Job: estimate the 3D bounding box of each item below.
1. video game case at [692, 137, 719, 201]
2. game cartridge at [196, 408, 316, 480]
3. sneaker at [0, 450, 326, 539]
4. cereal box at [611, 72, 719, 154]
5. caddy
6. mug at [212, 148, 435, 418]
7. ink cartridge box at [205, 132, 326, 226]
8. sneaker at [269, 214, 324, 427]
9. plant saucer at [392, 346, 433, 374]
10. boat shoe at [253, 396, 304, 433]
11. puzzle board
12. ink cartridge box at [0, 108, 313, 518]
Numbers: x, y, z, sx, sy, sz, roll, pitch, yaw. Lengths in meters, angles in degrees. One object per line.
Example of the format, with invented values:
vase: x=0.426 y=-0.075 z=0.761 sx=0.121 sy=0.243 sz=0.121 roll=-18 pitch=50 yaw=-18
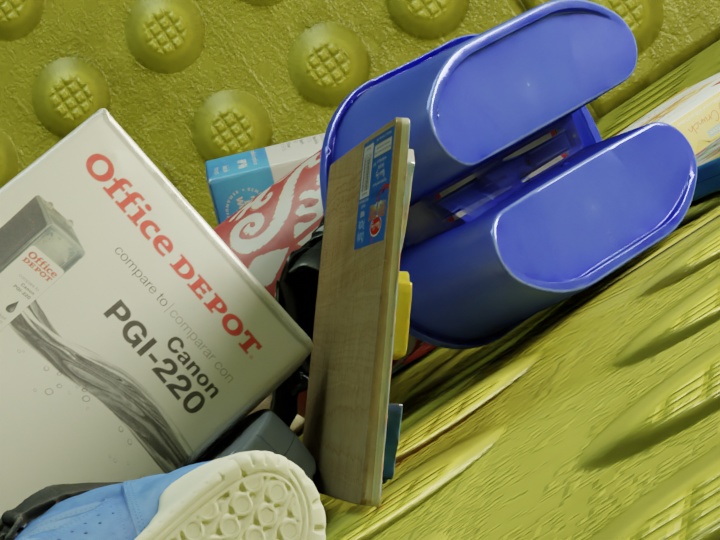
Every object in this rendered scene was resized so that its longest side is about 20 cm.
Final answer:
video game case: x=0.252 y=-0.099 z=1.262 sx=0.200 sy=0.018 sz=0.143 roll=-34 pitch=1 yaw=-14
game cartridge: x=-0.078 y=0.114 z=1.024 sx=0.133 sy=0.041 sz=0.200 roll=-44 pitch=2 yaw=0
sneaker: x=-0.115 y=0.127 z=0.843 sx=0.200 sy=0.077 sz=0.111 roll=-30 pitch=5 yaw=-34
cereal box: x=0.187 y=-0.076 z=1.464 sx=0.144 sy=0.040 sz=0.200 roll=-34 pitch=2 yaw=-13
caddy: x=0.068 y=-0.047 z=1.175 sx=0.200 sy=0.141 sz=0.105 roll=-29 pitch=2 yaw=-42
mug: x=0.023 y=-0.027 z=1.340 sx=0.200 sy=0.133 sz=0.178 roll=-40 pitch=-3 yaw=11
ink cartridge box: x=0.016 y=-0.030 z=1.453 sx=0.200 sy=0.116 sz=0.068 roll=-14 pitch=13 yaw=-2
sneaker: x=-0.003 y=-0.001 z=1.206 sx=0.104 sy=0.060 sz=0.200 roll=22 pitch=-99 yaw=-76
plant saucer: x=0.022 y=0.047 z=1.530 sx=0.070 sy=0.019 sz=0.200 roll=-34 pitch=1 yaw=3
boat shoe: x=-0.112 y=0.111 z=1.438 sx=0.200 sy=0.065 sz=0.071 roll=-35 pitch=2 yaw=-37
puzzle board: x=0.000 y=0.021 z=1.015 sx=0.017 sy=0.151 sz=0.200 roll=6 pitch=-4 yaw=-8
ink cartridge box: x=-0.142 y=0.049 z=1.031 sx=0.200 sy=0.146 sz=0.085 roll=-42 pitch=2 yaw=-28
